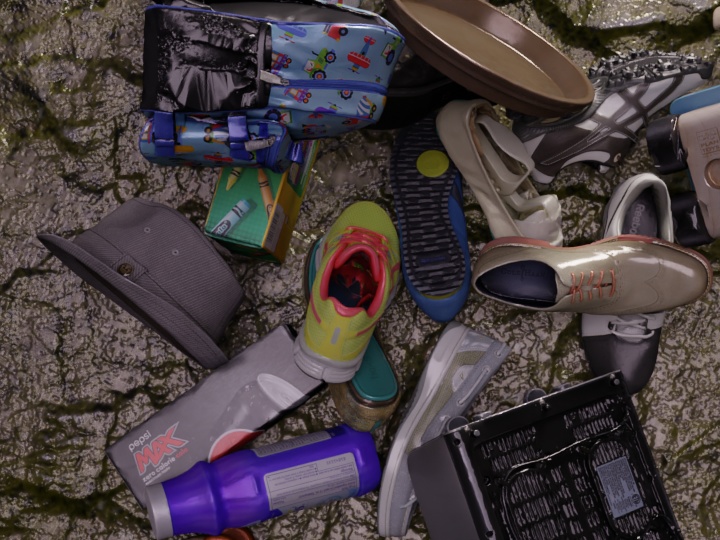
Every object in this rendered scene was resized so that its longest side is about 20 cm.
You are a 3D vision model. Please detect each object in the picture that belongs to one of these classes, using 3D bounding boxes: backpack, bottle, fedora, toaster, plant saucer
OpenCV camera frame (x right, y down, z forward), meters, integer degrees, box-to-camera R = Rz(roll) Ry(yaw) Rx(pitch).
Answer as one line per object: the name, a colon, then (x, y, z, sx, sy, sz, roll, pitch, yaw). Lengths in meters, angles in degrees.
backpack: (-0.068, -0.145, 0.947, 0.200, 0.183, 0.135, 2, 92, -7)
bottle: (-0.085, 0.185, 1.045, 0.200, 0.084, 0.065, -12, 81, -18)
fedora: (-0.177, -0.001, 1.058, 0.200, 0.177, 0.090, 32, 77, 27)
toaster: (0.159, 0.200, 1.001, 0.181, 0.119, 0.200, -17, 82, -24)
plant saucer: (0.102, -0.184, 0.997, 0.200, 0.200, 0.029, 34, 116, 7)

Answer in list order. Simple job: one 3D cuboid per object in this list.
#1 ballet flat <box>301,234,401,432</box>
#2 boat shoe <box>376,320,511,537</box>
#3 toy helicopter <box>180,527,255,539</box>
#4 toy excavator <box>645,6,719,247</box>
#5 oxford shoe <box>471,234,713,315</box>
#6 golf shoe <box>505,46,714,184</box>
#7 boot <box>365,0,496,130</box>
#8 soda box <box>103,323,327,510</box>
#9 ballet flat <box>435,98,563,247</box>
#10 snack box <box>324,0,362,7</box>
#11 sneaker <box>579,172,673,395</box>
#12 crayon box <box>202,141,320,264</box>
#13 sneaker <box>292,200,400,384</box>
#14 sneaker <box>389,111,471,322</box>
ballet flat: (-0.014, 0.058, 1.079, 0.071, 0.071, 0.200, -20, 53, 2)
boat shoe: (0.069, 0.146, 1.070, 0.065, 0.074, 0.202, 21, 79, 11)
toy helicopter: (-0.120, 0.332, 1.064, 0.132, 0.079, 0.200, -33, 86, 1)
toy excavator: (0.322, -0.130, 1.024, 0.100, 0.200, 0.195, -14, 95, 34)
oxford shoe: (0.190, 0.013, 1.005, 0.200, 0.074, 0.071, -1, 107, 18)
golf shoe: (0.230, -0.142, 1.095, 0.200, 0.078, 0.095, -18, 115, -9)
boot: (0.046, -0.227, 1.106, 0.200, 0.069, 0.174, -10, 74, -15)
soda box: (-0.128, 0.132, 1.092, 0.200, 0.063, 0.071, -36, 82, 1)
ballet flat: (0.137, -0.066, 1.064, 0.069, 0.069, 0.200, -33, 99, 1)
snack box: (-0.102, -0.270, 1.092, 0.200, 0.142, 0.053, 9, 109, 5)
sneaker: (0.238, 0.010, 1.063, 0.074, 0.089, 0.200, 4, 86, 4)
crayon box: (-0.077, -0.113, 1.086, 0.058, 0.119, 0.200, 16, 85, 6)
sneaker: (0.000, 0.000, 1.028, 0.078, 0.090, 0.200, 16, 44, -4)
sneaker: (0.065, -0.048, 1.100, 0.066, 0.078, 0.200, -6, 64, 5)
